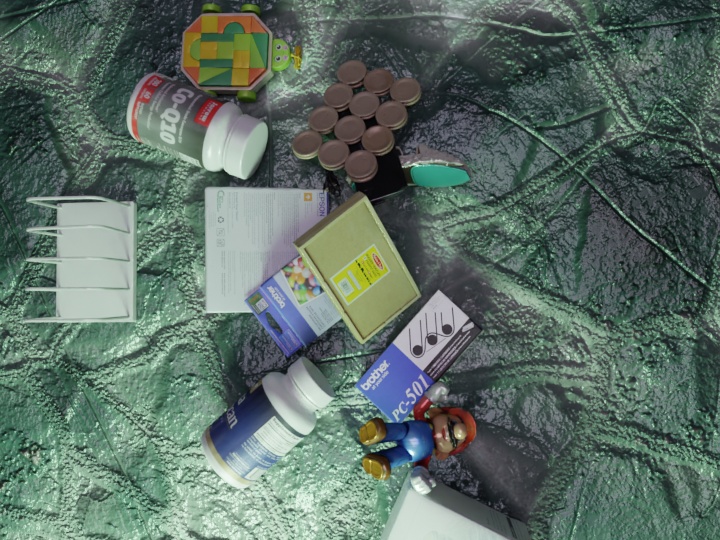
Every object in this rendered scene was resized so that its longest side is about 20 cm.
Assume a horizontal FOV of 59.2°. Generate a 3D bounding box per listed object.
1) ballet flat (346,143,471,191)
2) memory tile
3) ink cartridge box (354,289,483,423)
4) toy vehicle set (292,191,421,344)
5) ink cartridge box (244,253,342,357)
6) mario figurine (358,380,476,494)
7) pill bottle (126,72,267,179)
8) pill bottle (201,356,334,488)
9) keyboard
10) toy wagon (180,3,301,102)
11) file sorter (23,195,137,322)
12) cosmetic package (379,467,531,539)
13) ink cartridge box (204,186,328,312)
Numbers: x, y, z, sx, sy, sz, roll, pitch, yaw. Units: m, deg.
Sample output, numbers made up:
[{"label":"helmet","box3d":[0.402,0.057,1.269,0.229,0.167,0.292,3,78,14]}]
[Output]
[{"label":"ballet flat","box3d":[0.074,-0.169,0.999,0.197,0.072,0.073,-3,87,8]},{"label":"memory tile","box3d":[-0.004,-0.237,0.991,0.152,0.017,0.201,23,71,21]},{"label":"ink cartridge box","box3d":[0.091,0.136,0.993,0.094,0.044,0.200,41,92,8]},{"label":"toy vehicle set","box3d":[0.000,0.000,0.951,0.124,0.026,0.201,-37,121,-10]},{"label":"ink cartridge box","box3d":[-0.070,0.030,0.992,0.199,0.042,0.120,-38,94,-6]},{"label":"mario figurine","box3d":[0.101,0.239,0.922,0.106,0.198,0.125,35,120,46]},{"label":"pill bottle","box3d":[-0.257,-0.228,1.012,0.198,0.114,0.115,22,90,7]},{"label":"pill bottle","box3d":[-0.139,0.229,0.981,0.200,0.111,0.111,-41,84,2]},{"label":"keyboard","box3d":[-0.009,-0.182,0.986,0.126,0.021,0.202,-17,62,4]},{"label":"toy wagon","box3d":[-0.196,-0.360,1.048,0.197,0.040,0.157,2,88,6]},{"label":"file sorter","box3d":[-0.452,-0.017,1.019,0.137,0.125,0.203,-1,87,5]},{"label":"cosmetic package","box3d":[0.122,0.441,0.940,0.198,0.123,0.201,24,90,8]},{"label":"ink cartridge box","box3d":[-0.149,-0.032,1.021,0.197,0.043,0.199,0,87,-10]}]
